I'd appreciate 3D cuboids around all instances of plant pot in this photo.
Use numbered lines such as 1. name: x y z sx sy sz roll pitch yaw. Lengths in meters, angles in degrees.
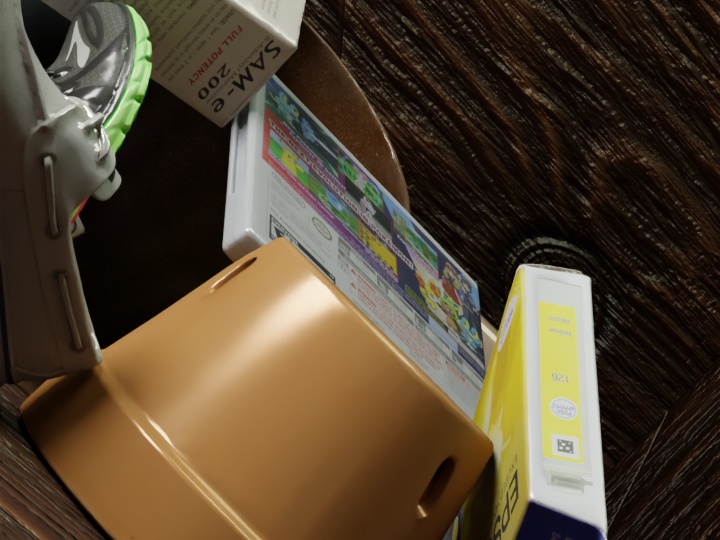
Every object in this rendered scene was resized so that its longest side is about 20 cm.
1. plant pot: -0.104 -0.042 1.390 0.187 0.199 0.188 45 24 -27
2. plant pot: -0.035 0.081 1.042 0.200 0.140 0.200 44 -1 1

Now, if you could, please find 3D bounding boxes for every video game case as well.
1. video game case: 0.000 0.000 1.246 0.200 0.023 0.183 45 22 -25

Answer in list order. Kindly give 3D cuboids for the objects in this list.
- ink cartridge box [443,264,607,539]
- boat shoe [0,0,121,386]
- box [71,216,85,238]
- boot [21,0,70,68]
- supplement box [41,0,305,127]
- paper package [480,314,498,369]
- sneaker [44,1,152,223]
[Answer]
1. ink cartridge box: 0.070 0.137 1.063 0.047 0.199 0.201 11 42 -5
2. boat shoe: -0.134 -0.045 0.953 0.071 0.069 0.202 -111 -161 -66
3. box: -0.225 -0.103 1.205 0.117 0.060 0.201 36 -27 53
4. boot: -0.222 -0.203 1.361 0.076 0.167 0.202 127 -50 -70
5. supplement box: -0.124 -0.185 1.233 0.199 0.073 0.126 35 34 -19
6. paper package: 0.000 0.083 1.574 0.200 0.191 0.103 45 -3 10
7. sneaker: -0.163 -0.067 1.125 0.084 0.201 0.077 34 -39 -12
